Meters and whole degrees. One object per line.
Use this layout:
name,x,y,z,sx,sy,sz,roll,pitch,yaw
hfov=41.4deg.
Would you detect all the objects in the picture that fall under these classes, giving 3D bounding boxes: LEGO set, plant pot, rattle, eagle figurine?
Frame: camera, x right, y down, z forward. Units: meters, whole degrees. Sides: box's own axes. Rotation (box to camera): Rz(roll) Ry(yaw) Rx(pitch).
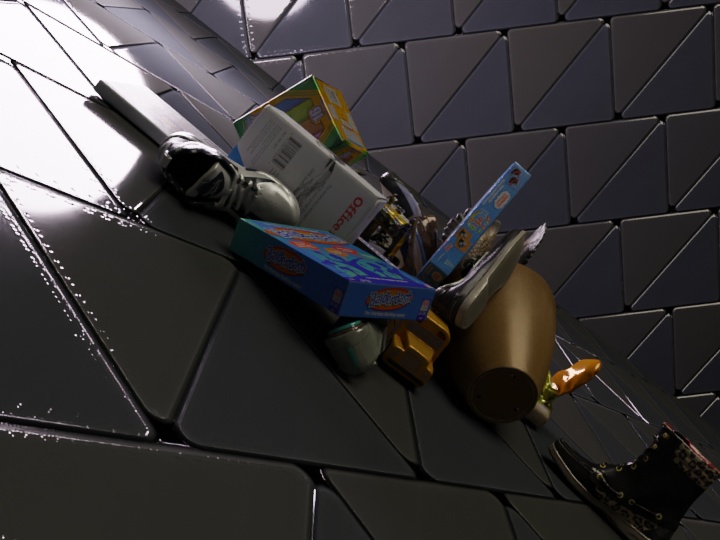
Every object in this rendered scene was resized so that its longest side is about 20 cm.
LEGO set,-0.008,-0.084,1.435,0.154,0.116,0.200,-9,54,-50
plant pot,0.191,0.113,1.316,0.186,0.186,0.200,36,24,-16
rattle,0.246,0.134,1.477,0.200,0.143,0.130,47,30,9
eagle figurine,0.195,0.011,1.475,0.151,0.200,0.151,7,17,0

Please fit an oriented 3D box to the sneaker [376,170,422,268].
sneaker,0.061,-0.073,1.549,0.074,0.080,0.200,59,-7,49

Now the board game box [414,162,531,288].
board game box,0.153,-0.052,1.372,0.037,0.200,0.151,40,-19,3

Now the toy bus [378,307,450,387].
toy bus,0.071,0.082,1.242,0.065,0.078,0.200,38,11,-6

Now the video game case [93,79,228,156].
video game case,-0.280,-0.207,1.406,0.200,0.023,0.182,40,11,0

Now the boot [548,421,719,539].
boot,0.370,0.266,1.290,0.200,0.151,0.073,45,12,29

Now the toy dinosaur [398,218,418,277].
toy dinosaur,0.069,0.018,1.463,0.106,0.060,0.200,61,-20,17

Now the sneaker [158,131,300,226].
sneaker,-0.168,-0.100,1.192,0.199,0.080,0.130,37,12,-11

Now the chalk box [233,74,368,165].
chalk box,-0.113,-0.200,1.524,0.124,0.200,0.124,65,17,11

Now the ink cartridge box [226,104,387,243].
ink cartridge box,-0.086,-0.105,1.301,0.200,0.145,0.084,40,9,6

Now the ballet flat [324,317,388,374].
ballet flat,0.000,0.079,1.105,0.200,0.067,0.064,-43,110,-79

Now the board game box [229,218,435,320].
board game box,-0.034,-0.002,1.117,0.200,0.045,0.152,28,15,39

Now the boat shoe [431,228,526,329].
boat shoe,0.160,-0.002,1.276,0.063,0.073,0.200,25,47,22

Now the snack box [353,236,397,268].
snack box,0.000,0.000,1.356,0.200,0.072,0.024,40,12,2

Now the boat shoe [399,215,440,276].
boat shoe,0.114,-0.002,1.539,0.072,0.072,0.200,52,-17,46
